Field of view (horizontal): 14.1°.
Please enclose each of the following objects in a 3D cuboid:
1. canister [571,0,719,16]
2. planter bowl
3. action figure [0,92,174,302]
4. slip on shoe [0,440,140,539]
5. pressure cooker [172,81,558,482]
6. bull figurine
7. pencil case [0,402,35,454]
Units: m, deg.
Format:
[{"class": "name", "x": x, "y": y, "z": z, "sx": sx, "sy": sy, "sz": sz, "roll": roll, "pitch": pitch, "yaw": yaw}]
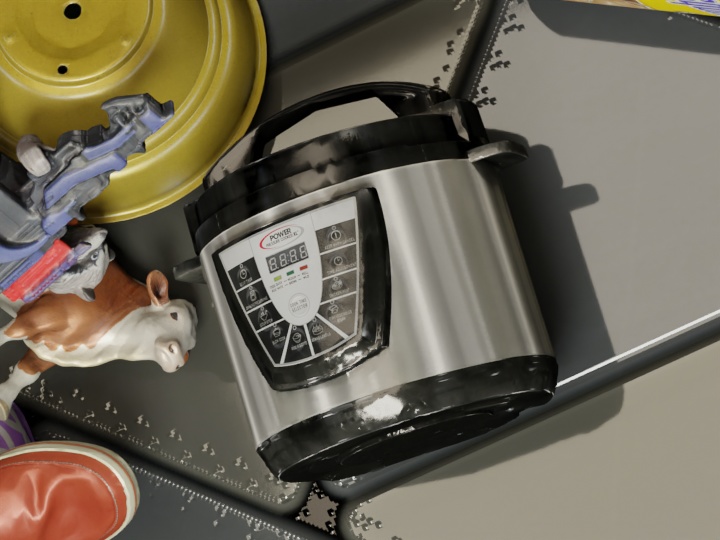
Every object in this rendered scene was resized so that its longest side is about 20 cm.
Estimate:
[{"class": "canister", "x": 0.165, "y": -0.184, "z": 1.562, "sx": 0.199, "sy": 0.148, "sz": 0.087, "roll": 8, "pitch": 87, "yaw": 20}, {"class": "planter bowl", "x": -0.158, "y": -0.134, "z": 1.661, "sx": 0.200, "sy": 0.083, "sz": 0.201, "roll": -2, "pitch": 72, "yaw": 6}, {"class": "action figure", "x": -0.194, "y": -0.069, "z": 1.604, "sx": 0.200, "sy": 0.105, "sz": 0.194, "roll": -32, "pitch": 110, "yaw": 15}, {"class": "slip on shoe", "x": -0.217, "y": 0.148, "z": 1.621, "sx": 0.199, "sy": 0.061, "sz": 0.074, "roll": -14, "pitch": 113, "yaw": 11}, {"class": "pressure cooker", "x": 0.000, "y": 0.000, "z": 1.582, "sx": 0.175, "sy": 0.179, "sz": 0.201, "roll": -11, "pitch": 78, "yaw": -23}, {"class": "bull figurine", "x": -0.187, "y": 0.011, "z": 1.682, "sx": 0.121, "sy": 0.065, "sz": 0.200, "roll": -32, "pitch": 62, "yaw": -29}, {"class": "pencil case", "x": -0.277, "y": 0.137, "z": 1.704, "sx": 0.199, "sy": 0.086, "sz": 0.084, "roll": -18, "pitch": 43, "yaw": 15}]
